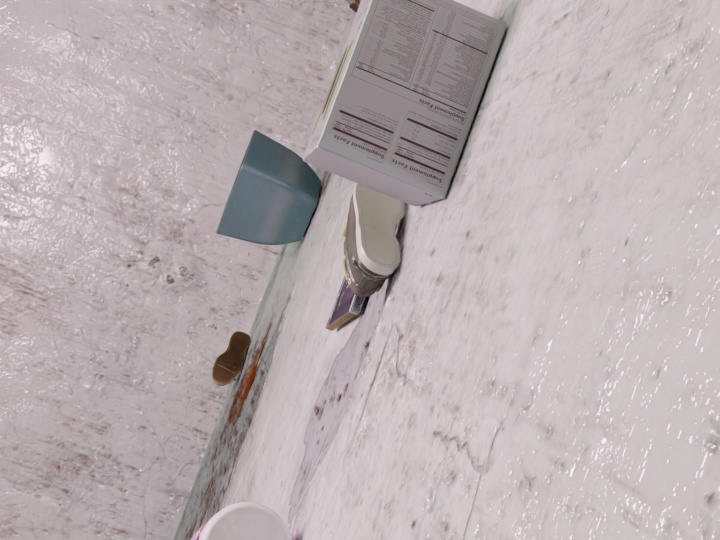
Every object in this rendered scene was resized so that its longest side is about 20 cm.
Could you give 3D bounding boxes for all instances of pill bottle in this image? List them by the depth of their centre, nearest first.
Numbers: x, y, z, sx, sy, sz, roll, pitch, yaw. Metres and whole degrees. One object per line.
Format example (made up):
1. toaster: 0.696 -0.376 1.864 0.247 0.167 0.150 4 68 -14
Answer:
1. pill bottle: -0.151 0.345 1.439 0.200 0.111 0.113 130 160 -65

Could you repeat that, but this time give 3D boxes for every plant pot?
1. plant pot: -0.203 -0.173 2.824 0.197 0.198 0.197 -81 15 -59

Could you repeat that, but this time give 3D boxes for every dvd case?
1. dvd case: 0.000 0.000 1.639 0.200 0.016 0.150 138 153 -75

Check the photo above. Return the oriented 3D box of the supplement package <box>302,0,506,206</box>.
1. supplement package: 0.044 -0.195 1.334 0.152 0.149 0.202 178 113 -81

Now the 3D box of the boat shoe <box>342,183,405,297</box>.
1. boat shoe: 0.012 -0.047 1.471 0.061 0.071 0.203 -58 16 33

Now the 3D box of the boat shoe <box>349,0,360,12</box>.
1. boat shoe: 0.023 -0.818 3.388 0.075 0.074 0.204 144 146 -76

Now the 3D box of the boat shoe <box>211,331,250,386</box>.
1. boat shoe: -0.348 0.249 3.248 0.201 0.073 0.063 -62 -6 -50
